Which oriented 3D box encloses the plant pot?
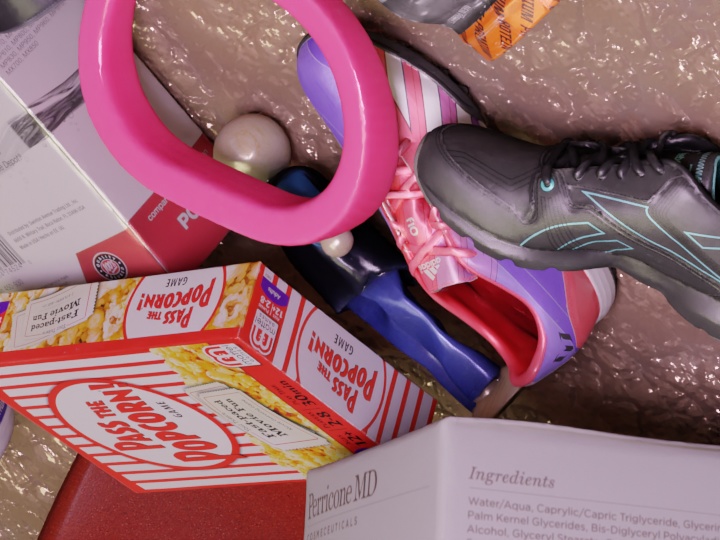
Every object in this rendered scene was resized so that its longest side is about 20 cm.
[{"bbox_3d":[-0.111,0.215,1.720,0.200,0.176,0.200,30,142,12],"label":"plant pot"}]

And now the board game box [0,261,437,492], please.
[{"bbox_3d":[-0.085,0.058,1.530,0.200,0.046,0.151,-7,146,40],"label":"board game box"}]

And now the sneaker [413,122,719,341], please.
[{"bbox_3d":[0.124,-0.035,1.354,0.200,0.075,0.079,19,129,5],"label":"sneaker"}]

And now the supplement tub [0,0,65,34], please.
[{"bbox_3d":[-0.204,-0.210,1.408,0.107,0.107,0.200,-15,118,48],"label":"supplement tub"}]

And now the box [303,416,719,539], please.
[{"bbox_3d":[0.090,0.173,1.419,0.200,0.172,0.199,9,166,-19],"label":"box"}]

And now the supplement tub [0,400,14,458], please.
[{"bbox_3d":[-0.302,0.039,1.722,0.145,0.145,0.200,4,131,38],"label":"supplement tub"}]

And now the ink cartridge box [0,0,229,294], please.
[{"bbox_3d":[-0.174,-0.070,1.550,0.200,0.083,0.147,50,142,-16],"label":"ink cartridge box"}]

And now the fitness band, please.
[{"bbox_3d":[-0.061,-0.092,1.415,0.200,0.037,0.144,26,120,36],"label":"fitness band"}]

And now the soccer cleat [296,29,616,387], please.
[{"bbox_3d":[0.037,-0.033,1.418,0.200,0.073,0.068,46,143,-11],"label":"soccer cleat"}]

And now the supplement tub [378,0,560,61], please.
[{"bbox_3d":[0.014,-0.188,1.233,0.200,0.123,0.123,44,143,-6],"label":"supplement tub"}]

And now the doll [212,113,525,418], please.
[{"bbox_3d":[0.000,0.000,1.490,0.200,0.048,0.136,44,173,5],"label":"doll"}]
